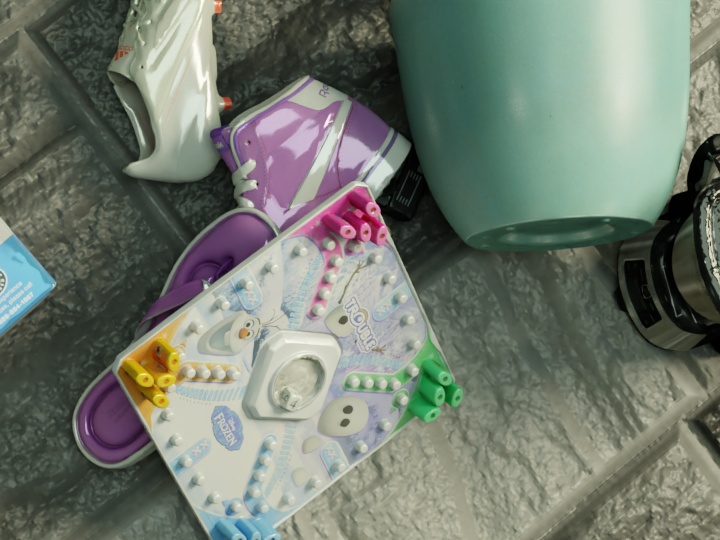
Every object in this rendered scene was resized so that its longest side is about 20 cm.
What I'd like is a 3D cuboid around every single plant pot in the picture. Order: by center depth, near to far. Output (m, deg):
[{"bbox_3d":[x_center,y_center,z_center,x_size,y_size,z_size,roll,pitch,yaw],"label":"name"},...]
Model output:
[{"bbox_3d":[0.123,-0.100,1.712,0.200,0.201,0.162,-3,81,-12],"label":"plant pot"}]

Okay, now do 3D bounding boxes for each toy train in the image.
[{"bbox_3d":[0.000,0.000,1.766,0.046,0.034,0.201,28,78,-20],"label":"toy train"}]

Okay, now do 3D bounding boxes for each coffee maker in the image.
[{"bbox_3d":[0.284,-0.008,1.738,0.191,0.200,0.135,7,85,-9],"label":"coffee maker"}]

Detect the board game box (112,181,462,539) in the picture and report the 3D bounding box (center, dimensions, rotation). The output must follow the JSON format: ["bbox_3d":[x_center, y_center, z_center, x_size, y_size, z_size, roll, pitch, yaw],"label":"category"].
[{"bbox_3d":[-0.039,0.072,1.688,0.200,0.026,0.200,-37,132,-13],"label":"board game box"}]

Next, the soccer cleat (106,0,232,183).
[{"bbox_3d":[-0.132,-0.157,1.738,0.077,0.069,0.201,-6,88,-19],"label":"soccer cleat"}]

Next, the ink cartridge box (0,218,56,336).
[{"bbox_3d":[-0.315,-0.015,1.676,0.145,0.084,0.200,-41,93,-14],"label":"ink cartridge box"}]

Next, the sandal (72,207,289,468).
[{"bbox_3d":[-0.115,0.051,1.684,0.082,0.050,0.203,39,105,12],"label":"sandal"}]

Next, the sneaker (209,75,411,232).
[{"bbox_3d":[-0.069,-0.035,1.724,0.114,0.073,0.201,35,88,-11],"label":"sneaker"}]
